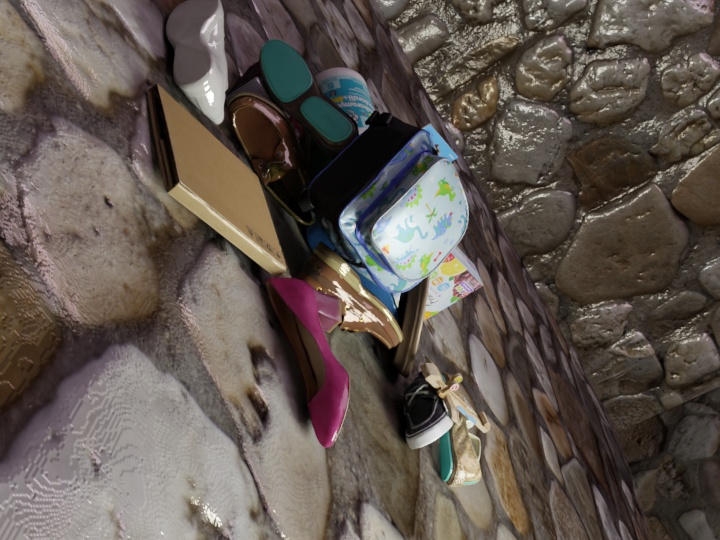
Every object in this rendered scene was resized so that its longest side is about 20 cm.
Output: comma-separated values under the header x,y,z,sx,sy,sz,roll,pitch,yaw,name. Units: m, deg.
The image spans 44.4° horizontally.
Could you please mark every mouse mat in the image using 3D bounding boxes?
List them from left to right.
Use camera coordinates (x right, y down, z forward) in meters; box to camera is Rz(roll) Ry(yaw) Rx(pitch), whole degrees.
x,y,z,sx,sy,sz,roll,pitch,yaw,name
-0.039,-0.164,1.280,0.200,0.007,0.164,-129,-144,-54,mouse mat

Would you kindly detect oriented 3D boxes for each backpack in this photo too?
x,y,z,sx,sy,sz,roll,pitch,yaw,name
0.049,-0.071,1.146,0.146,0.183,0.201,36,-13,40,backpack

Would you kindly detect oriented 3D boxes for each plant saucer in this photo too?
x,y,z,sx,sy,sz,roll,pitch,yaw,name
0.074,0.058,1.320,0.200,0.029,0.205,-170,-90,-90,plant saucer

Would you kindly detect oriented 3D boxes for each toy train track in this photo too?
x,y,z,sx,sy,sz,roll,pitch,yaw,name
0.148,0.183,1.286,0.200,0.032,0.116,45,16,-45,toy train track

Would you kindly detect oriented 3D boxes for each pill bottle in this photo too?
x,y,z,sx,sy,sz,roll,pitch,yaw,name
-0.023,-0.215,1.399,0.111,0.109,0.203,40,29,-52,pill bottle

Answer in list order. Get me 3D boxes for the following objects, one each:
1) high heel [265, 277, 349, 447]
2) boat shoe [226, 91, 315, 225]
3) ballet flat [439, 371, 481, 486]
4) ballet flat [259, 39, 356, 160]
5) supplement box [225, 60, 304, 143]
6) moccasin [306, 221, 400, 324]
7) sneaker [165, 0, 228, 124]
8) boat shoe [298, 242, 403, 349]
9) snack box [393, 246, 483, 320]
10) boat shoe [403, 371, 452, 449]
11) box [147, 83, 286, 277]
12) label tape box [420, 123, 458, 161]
x,y,z,sx,sy,sz,roll,pitch,yaw,name
-0.067,0.100,0.991,0.095,0.068,0.203,18,43,-26,high heel
-0.108,-0.147,1.178,0.201,0.071,0.069,52,18,-34,boat shoe
0.150,0.247,1.363,0.064,0.071,0.203,13,45,-15,ballet flat
-0.075,-0.221,1.188,0.201,0.067,0.069,55,-12,21,ballet flat
-0.128,-0.244,1.289,0.110,0.060,0.201,56,16,-20,supplement box
0.000,0.000,1.270,0.202,0.079,0.068,60,18,-14,moccasin
-0.199,-0.269,1.122,0.089,0.074,0.203,63,17,-49,sneaker
-0.015,0.047,1.185,0.200,0.068,0.072,48,-7,-37,boat shoe
0.105,0.007,1.474,0.200,0.141,0.054,38,27,-54,snack box
0.092,0.193,1.271,0.069,0.071,0.200,61,15,-5,boat shoe
-0.163,-0.100,1.006,0.200,0.021,0.165,42,21,-49,box
0.050,-0.192,1.509,0.144,0.198,0.064,32,31,-60,label tape box
